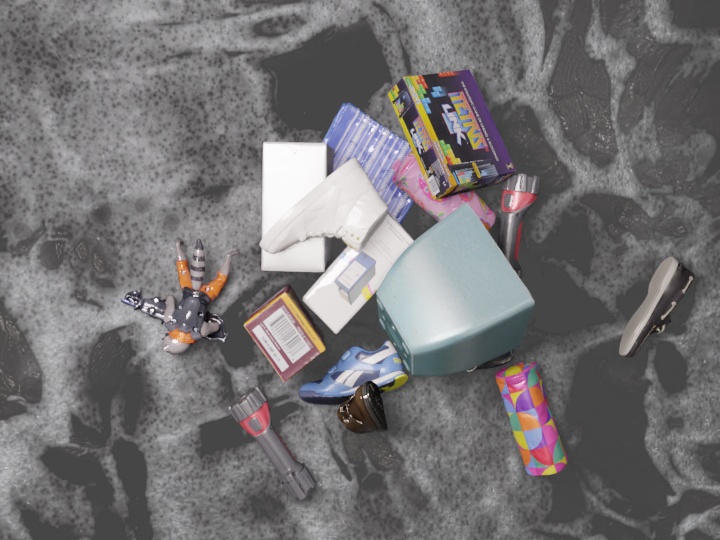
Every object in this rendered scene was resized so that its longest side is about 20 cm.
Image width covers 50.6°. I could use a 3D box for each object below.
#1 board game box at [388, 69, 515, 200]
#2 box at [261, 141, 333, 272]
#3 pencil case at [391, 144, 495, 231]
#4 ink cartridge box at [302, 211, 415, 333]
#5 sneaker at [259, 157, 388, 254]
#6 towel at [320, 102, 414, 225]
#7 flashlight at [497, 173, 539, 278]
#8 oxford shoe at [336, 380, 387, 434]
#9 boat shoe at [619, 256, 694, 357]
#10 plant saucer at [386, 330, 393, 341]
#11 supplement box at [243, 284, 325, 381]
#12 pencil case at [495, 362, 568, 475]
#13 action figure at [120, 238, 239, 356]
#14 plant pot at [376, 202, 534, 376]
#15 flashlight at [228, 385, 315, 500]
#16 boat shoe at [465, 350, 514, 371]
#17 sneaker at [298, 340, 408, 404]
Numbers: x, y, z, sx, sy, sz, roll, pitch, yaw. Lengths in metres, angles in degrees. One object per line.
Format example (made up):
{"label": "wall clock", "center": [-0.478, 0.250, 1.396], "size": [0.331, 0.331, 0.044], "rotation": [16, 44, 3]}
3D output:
{"label": "board game box", "center": [0.156, -0.233, 1.288], "size": [0.162, 0.057, 0.204], "rotation": [-17, 79, -35]}
{"label": "box", "center": [-0.102, -0.107, 1.269], "size": [0.103, 0.152, 0.206], "rotation": [2, 95, 2]}
{"label": "pencil case", "center": [0.143, -0.129, 1.323], "size": [0.199, 0.087, 0.088], "rotation": [39, 88, -13]}
{"label": "ink cartridge box", "center": [0.000, 0.000, 1.286], "size": [0.088, 0.145, 0.200], "rotation": [44, 92, 0]}
{"label": "sneaker", "center": [-0.051, -0.064, 1.160], "size": [0.199, 0.074, 0.116], "rotation": [-39, 91, 3]}
{"label": "towel", "center": [0.020, -0.186, 1.353], "size": [0.197, 0.024, 0.147], "rotation": [31, 90, -5]}
{"label": "flashlight", "center": [0.274, -0.068, 1.353], "size": [0.066, 0.068, 0.206], "rotation": [7, 95, 8]}
{"label": "oxford shoe", "center": [0.001, 0.241, 1.280], "size": [0.082, 0.201, 0.074], "rotation": [-9, 64, -1]}
{"label": "boat shoe", "center": [0.538, 0.076, 1.382], "size": [0.059, 0.074, 0.203], "rotation": [31, 81, 0]}
{"label": "plant saucer", "center": [0.132, 0.073, 1.329], "size": [0.194, 0.035, 0.205], "rotation": [0, 64, 0]}
{"label": "supplement box", "center": [-0.122, 0.098, 1.260], "size": [0.085, 0.200, 0.111], "rotation": [-36, 94, -2]}
{"label": "pencil case", "center": [0.307, 0.266, 1.362], "size": [0.086, 0.088, 0.205], "rotation": [-19, 95, -4]}
{"label": "action figure", "center": [-0.310, 0.045, 1.294], "size": [0.194, 0.105, 0.199], "rotation": [13, 81, -7]}
{"label": "plant pot", "center": [0.135, 0.058, 1.218], "size": [0.197, 0.197, 0.198], "rotation": [-29, 66, -8]}
{"label": "flashlight", "center": [-0.151, 0.302, 1.335], "size": [0.067, 0.067, 0.202], "rotation": [-39, 100, -37]}
{"label": "boat shoe", "center": [0.184, 0.138, 1.356], "size": [0.194, 0.062, 0.077], "rotation": [11, 89, -5]}
{"label": "sneaker", "center": [-0.017, 0.183, 1.337], "size": [0.195, 0.074, 0.084], "rotation": [-15, 70, 4]}
